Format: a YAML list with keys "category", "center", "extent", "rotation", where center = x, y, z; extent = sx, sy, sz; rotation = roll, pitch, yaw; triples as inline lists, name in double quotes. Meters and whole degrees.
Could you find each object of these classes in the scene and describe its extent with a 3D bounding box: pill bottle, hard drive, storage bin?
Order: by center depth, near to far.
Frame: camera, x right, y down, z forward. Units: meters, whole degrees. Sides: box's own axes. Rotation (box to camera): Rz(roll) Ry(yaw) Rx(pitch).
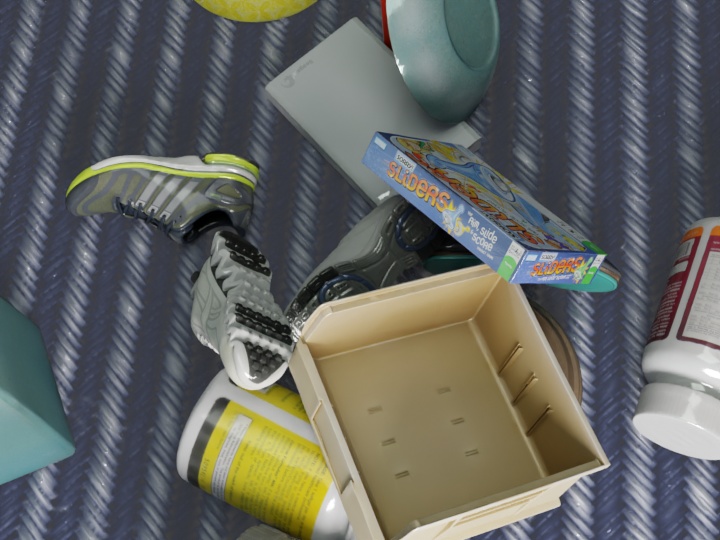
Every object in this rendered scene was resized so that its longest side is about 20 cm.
- category: "storage bin"
  center: [0.066, 0.116, 0.989]
  extent: [0.196, 0.094, 0.202]
  rotation: [-12, 64, -24]
- category: "pill bottle"
  center: [-0.053, 0.175, 1.050]
  extent: [0.198, 0.115, 0.115]
  rotation: [25, 70, 13]
- category: "pill bottle"
  center: [0.321, 0.062, 1.080]
  extent: [0.108, 0.110, 0.202]
  rotation: [20, 70, 11]
- category: "hard drive"
  center: [0.012, -0.161, 1.237]
  extent: [0.132, 0.026, 0.200]
  rotation: [-39, 71, -13]

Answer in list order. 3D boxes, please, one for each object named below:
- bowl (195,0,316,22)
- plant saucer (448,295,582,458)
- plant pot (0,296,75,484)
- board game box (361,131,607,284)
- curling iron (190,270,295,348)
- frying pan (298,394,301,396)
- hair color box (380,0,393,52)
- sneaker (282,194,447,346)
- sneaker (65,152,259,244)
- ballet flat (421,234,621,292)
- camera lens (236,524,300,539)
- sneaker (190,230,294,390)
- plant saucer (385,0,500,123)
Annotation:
- category: "bowl"
  center: [-0.116, -0.387, 1.296]
  extent: [0.197, 0.108, 0.203]
  rotation: [-1, 66, 2]
- category: "plant saucer"
  center: [0.107, 0.099, 1.092]
  extent: [0.197, 0.030, 0.202]
  rotation: [-1, 64, 1]
- category: "plant pot"
  center: [-0.363, 0.100, 1.053]
  extent: [0.140, 0.200, 0.142]
  rotation: [-21, 67, -7]
- category: "board game box"
  center: [0.111, -0.056, 1.069]
  extent: [0.200, 0.135, 0.035]
  rotation: [42, 115, 33]
- category: "curling iron"
  center: [-0.088, 0.052, 1.145]
  extent: [0.199, 0.026, 0.050]
  rotation: [27, 57, 25]
- category: "frying pan"
  center: [0.035, 0.138, 1.104]
  extent: [0.188, 0.031, 0.116]
  rotation: [-23, 65, -5]
- category: "hair color box"
  center: [0.064, -0.344, 1.271]
  extent: [0.060, 0.102, 0.202]
  rotation: [5, 68, 7]
- category: "sneaker"
  center: [0.000, 0.000, 1.129]
  extent: [0.200, 0.087, 0.075]
  rotation: [-42, 108, -15]
- category: "sneaker"
  center: [-0.199, -0.068, 1.187]
  extent: [0.197, 0.074, 0.082]
  rotation: [-5, 70, 3]
- category: "ballet flat"
  center: [0.156, -0.026, 1.150]
  extent: [0.197, 0.073, 0.074]
  rotation: [6, 67, 8]
- category: "camera lens"
  center: [-0.034, 0.320, 0.962]
  extent: [0.198, 0.160, 0.161]
  rotation: [25, 70, 13]
- category: "sneaker"
  center: [-0.114, 0.049, 1.074]
  extent: [0.081, 0.075, 0.201]
  rotation: [-48, 30, 18]
- category: "plant saucer"
  center: [0.096, -0.250, 1.181]
  extent: [0.038, 0.201, 0.203]
  rotation: [-4, 62, 36]
